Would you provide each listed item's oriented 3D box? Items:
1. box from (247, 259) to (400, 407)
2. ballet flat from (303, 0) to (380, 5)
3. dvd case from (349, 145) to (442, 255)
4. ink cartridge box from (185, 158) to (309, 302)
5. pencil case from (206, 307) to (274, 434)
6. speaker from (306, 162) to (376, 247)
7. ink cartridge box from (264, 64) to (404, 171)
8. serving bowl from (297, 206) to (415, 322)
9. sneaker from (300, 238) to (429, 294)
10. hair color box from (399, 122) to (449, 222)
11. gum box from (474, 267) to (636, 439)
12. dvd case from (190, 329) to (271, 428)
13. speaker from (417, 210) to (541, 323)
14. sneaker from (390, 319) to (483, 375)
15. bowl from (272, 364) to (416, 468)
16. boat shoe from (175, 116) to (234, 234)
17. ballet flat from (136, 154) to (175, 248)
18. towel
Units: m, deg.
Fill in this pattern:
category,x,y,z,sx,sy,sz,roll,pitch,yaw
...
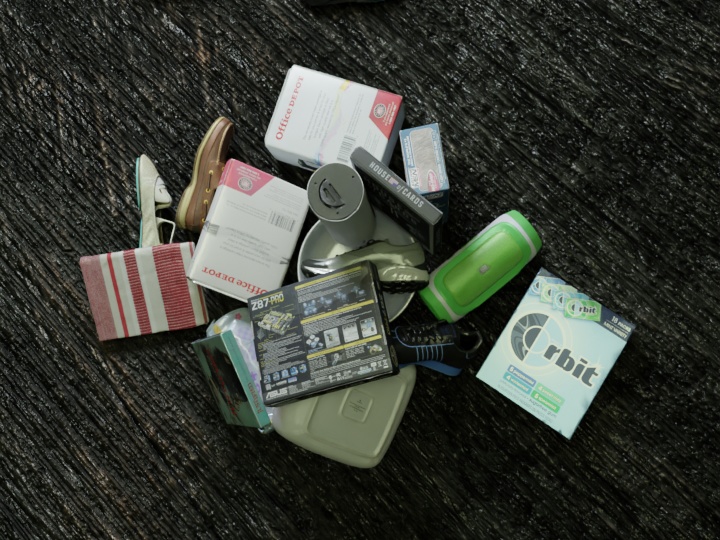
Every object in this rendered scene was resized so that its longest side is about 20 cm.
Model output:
category,x,y,z,sx,sy,sz,roll,pitch,yaw
box,-0.056,0.092,1.021,0.197,0.049,0.164,-18,74,14
ballet flat,-0.013,-0.500,1.243,0.196,0.068,0.069,-9,79,5
dvd case,0.056,-0.095,1.036,0.150,0.200,0.025,40,86,11
ink cartridge box,-0.182,-0.055,1.160,0.144,0.083,0.204,22,83,-17
pencil case,-0.168,0.160,1.148,0.090,0.083,0.202,-24,76,-31
speaker,-0.024,-0.090,1.044,0.079,0.200,0.083,-1,81,7
ink cartridge box,-0.041,-0.236,1.197,0.197,0.083,0.148,19,84,10
serving bowl,0.000,0.000,1.163,0.196,0.066,0.205,-1,81,8
sneaker,0.006,-0.008,1.100,0.196,0.074,0.081,0,72,1
hair color box,0.100,-0.139,1.104,0.059,0.200,0.102,-10,80,5
gum box,0.301,0.127,1.116,0.168,0.045,0.202,32,87,11
dvd case,-0.201,0.167,1.089,0.022,0.199,0.148,-24,93,-25
speaker,0.187,-0.003,1.131,0.199,0.088,0.089,-39,78,0
sneaker,0.096,0.104,1.080,0.078,0.197,0.071,-54,40,33
bowl,-0.016,0.194,1.084,0.197,0.075,0.203,25,88,-18
boat shoe,-0.249,-0.158,1.220,0.066,0.072,0.204,19,90,4
ballet flat,-0.347,-0.096,1.228,0.061,0.067,0.205,-2,90,-3
towel,-0.358,0.034,1.198,0.196,0.023,0.147,-8,103,5
